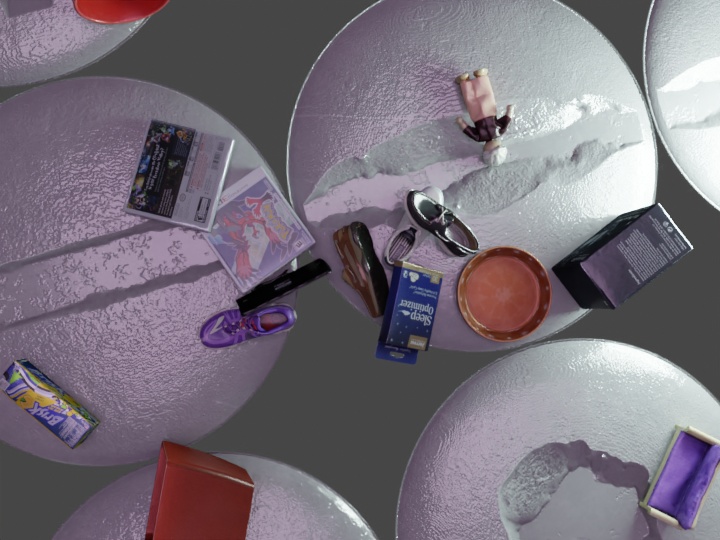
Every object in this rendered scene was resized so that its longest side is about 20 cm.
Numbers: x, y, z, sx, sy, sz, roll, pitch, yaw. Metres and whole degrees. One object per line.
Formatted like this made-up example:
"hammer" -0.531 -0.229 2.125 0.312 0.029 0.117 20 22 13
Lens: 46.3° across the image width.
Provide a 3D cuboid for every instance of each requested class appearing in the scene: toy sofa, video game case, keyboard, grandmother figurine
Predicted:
"toy sofa" 0.664 0.425 1.731 0.083 0.098 0.200 27 87 -3
"video game case" -0.220 -0.084 1.714 0.182 0.023 0.200 -36 83 -5
"keyboard" -0.151 0.039 1.694 0.200 0.104 0.040 -26 117 -4
"grandmother figurine" 0.263 -0.316 1.757 0.121 0.061 0.200 -14 92 23
"video game case" -0.367 -0.193 1.708 0.181 0.023 0.200 14 84 1

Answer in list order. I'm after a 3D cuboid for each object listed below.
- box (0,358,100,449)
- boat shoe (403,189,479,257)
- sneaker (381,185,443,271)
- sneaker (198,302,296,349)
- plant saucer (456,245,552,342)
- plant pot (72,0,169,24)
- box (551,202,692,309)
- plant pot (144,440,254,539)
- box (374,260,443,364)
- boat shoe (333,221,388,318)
"box" -0.616 0.262 1.659 0.200 0.070 0.064 41 84 -2
"boat shoe" 0.165 -0.095 1.691 0.200 0.060 0.074 45 60 -30
"sneaker" 0.112 -0.085 1.725 0.073 0.071 0.200 29 86 -2
"sneaker" -0.228 0.105 1.687 0.200 0.083 0.081 -16 89 -4
"plant saucer" 0.298 0.049 1.754 0.200 0.032 0.201 0 88 -4
"plant pot" -0.486 -0.614 1.655 0.200 0.200 0.178 -18 81 -5
"box" 0.518 -0.024 1.689 0.200 0.197 0.118 -38 90 -5
"plant pot" -0.308 0.454 1.621 0.176 0.200 0.200 11 87 -15
"box" 0.100 0.089 1.707 0.121 0.032 0.200 14 87 -40
"boat shoe" 0.000 0.000 1.721 0.074 0.076 0.200 -14 98 27
